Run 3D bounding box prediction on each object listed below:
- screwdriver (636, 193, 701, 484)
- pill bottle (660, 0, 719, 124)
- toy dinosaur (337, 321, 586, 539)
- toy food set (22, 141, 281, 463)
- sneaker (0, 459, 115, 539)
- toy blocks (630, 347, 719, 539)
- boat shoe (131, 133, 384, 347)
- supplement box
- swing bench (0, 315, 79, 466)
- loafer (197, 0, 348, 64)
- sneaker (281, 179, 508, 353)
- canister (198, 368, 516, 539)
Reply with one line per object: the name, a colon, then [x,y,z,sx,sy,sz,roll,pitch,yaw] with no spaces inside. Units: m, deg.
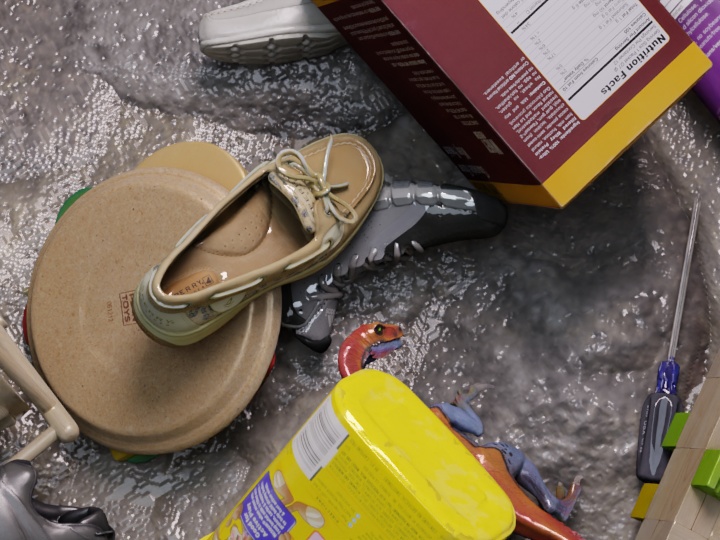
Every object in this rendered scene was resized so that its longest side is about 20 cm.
screwdriver: [0.210,0.046,1.543,0.028,0.029,0.200,9,74,8]
pill bottle: [0.253,-0.173,1.549,0.112,0.112,0.200,-36,74,-4]
toy dinosaur: [0.066,0.109,1.477,0.181,0.200,0.105,43,74,-23]
toy food set: [-0.140,0.025,1.546,0.198,0.049,0.200,-28,75,18]
sneaker: [-0.180,0.203,1.481,0.091,0.076,0.200,-47,112,-9]
toy blocks: [0.268,0.143,1.475,0.137,0.100,0.200,27,80,-12]
boat shoe: [-0.058,-0.025,1.471,0.073,0.063,0.200,45,66,7]
supplement box: [0.088,-0.158,1.486,0.133,0.197,0.200,-43,100,-6]
swing bench: [-0.327,0.084,1.524,0.199,0.130,0.200,-39,42,-4]
loafer: [-0.018,-0.192,1.605,0.200,0.070,0.070,-13,80,-7]
sneaker: [0.000,0.000,1.557,0.200,0.075,0.116,2,80,17]
canister: [-0.012,0.177,1.445,0.149,0.087,0.200,47,122,13]
